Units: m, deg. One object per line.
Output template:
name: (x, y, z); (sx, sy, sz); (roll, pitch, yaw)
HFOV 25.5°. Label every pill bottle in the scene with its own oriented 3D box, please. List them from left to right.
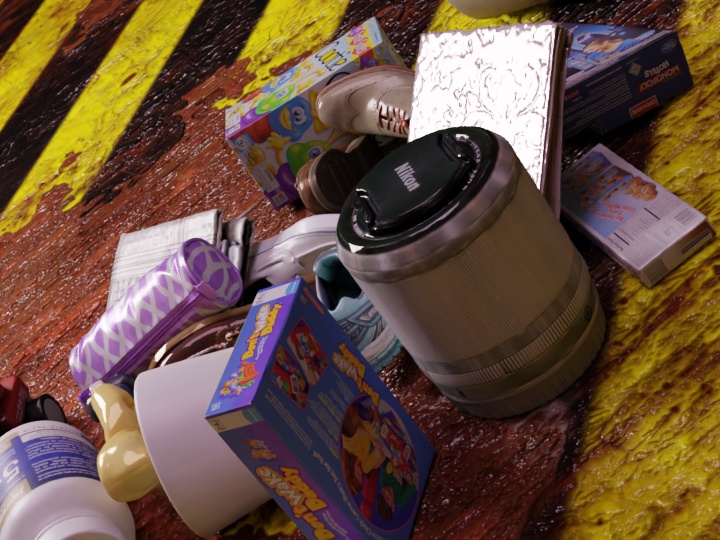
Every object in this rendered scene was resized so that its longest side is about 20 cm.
pill bottle: (-0.264, 0.224, 1.403); (0.120, 0.120, 0.200); (-40, 28, -6)

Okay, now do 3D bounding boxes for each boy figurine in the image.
boy figurine: (-0.201, 0.157, 1.422); (0.064, 0.125, 0.200); (-34, 17, -2)

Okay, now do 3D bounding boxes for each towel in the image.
towel: (-0.194, 0.039, 1.609); (0.200, 0.035, 0.193); (-8, 65, 40)
towel: (0.110, -0.121, 1.413); (0.200, 0.032, 0.192); (9, 94, 56)

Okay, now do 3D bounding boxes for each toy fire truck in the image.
toy fire truck: (-0.381, 0.138, 1.573); (0.128, 0.200, 0.176); (-28, 29, 15)

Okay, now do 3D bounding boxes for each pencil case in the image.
pencil case: (-0.200, 0.054, 1.529); (0.200, 0.084, 0.086); (-44, 9, 25)

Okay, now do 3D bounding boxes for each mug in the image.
mug: (-0.094, 0.116, 1.360); (0.153, 0.150, 0.187); (-24, 36, 6)

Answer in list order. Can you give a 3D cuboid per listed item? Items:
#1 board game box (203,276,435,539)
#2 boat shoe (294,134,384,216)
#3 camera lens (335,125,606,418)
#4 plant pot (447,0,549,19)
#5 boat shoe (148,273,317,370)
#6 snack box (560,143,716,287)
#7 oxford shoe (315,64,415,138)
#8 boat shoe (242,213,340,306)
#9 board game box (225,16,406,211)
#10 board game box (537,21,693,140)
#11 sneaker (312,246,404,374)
board game box: (-0.025, 0.124, 1.203); (0.045, 0.200, 0.135); (-17, 33, 32)
boat shoe: (-0.030, -0.085, 1.620); (0.068, 0.072, 0.200); (-23, 4, 21)
camera lens: (0.088, -0.002, 1.265); (0.160, 0.200, 0.160); (-27, 30, 17)
plant pot: (0.179, -0.367, 1.747); (0.183, 0.200, 0.201); (-20, 31, 50)
boat shoe: (-0.100, 0.072, 1.482); (0.200, 0.070, 0.070); (-29, 49, -2)
snack box: (0.226, -0.051, 1.370); (0.072, 0.024, 0.200); (-39, 29, 0)
oxford shoe: (0.043, -0.169, 1.640); (0.199, 0.071, 0.075); (-3, 26, 19)
boat shoe: (-0.065, 0.001, 1.582); (0.200, 0.073, 0.066); (-22, 58, 39)
board game box: (-0.038, -0.173, 1.748); (0.200, 0.105, 0.103); (-32, 22, 9)
board game box: (0.183, -0.179, 1.542); (0.200, 0.062, 0.200); (-28, 24, -9)
sneaker: (0.000, 0.000, 1.425); (0.078, 0.086, 0.200); (-32, 31, 20)
